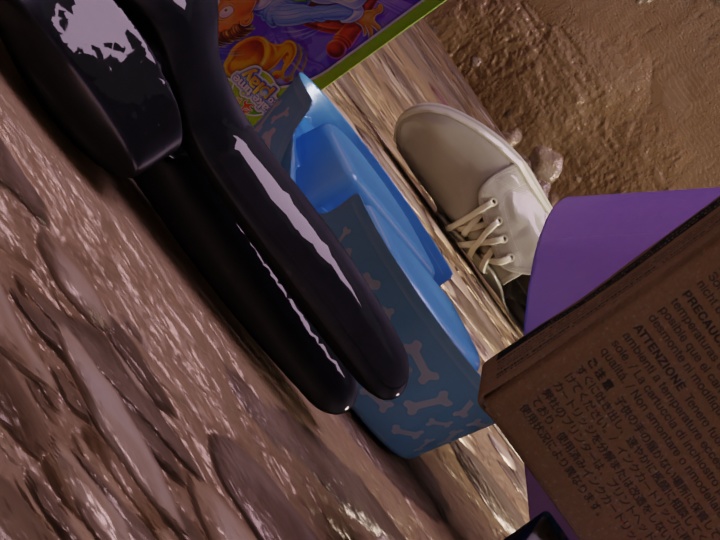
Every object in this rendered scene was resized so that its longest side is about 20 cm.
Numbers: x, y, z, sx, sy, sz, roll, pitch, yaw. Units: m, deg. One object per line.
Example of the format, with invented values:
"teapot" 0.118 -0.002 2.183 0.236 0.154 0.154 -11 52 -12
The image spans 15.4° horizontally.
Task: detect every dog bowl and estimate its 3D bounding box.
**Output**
"dog bowl" 0.000 0.000 1.071 0.111 0.050 0.200 50 9 -34

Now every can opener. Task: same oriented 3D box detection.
"can opener" -0.053 -0.031 0.884 0.063 0.079 0.200 -4 -52 51

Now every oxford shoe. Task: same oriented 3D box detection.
"oxford shoe" 0.092 -0.029 1.806 0.200 0.075 0.058 52 43 -5

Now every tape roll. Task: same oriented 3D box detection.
"tape roll" 0.131 0.066 1.101 0.200 0.085 0.200 -3 90 -71

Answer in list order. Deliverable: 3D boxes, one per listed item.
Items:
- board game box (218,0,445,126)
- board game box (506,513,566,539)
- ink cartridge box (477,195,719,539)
"board game box" -0.055 -0.175 1.191 0.200 0.134 0.045 54 6 -4
"board game box" 0.068 0.146 0.767 0.135 0.045 0.200 55 7 4
"ink cartridge box" 0.158 0.067 0.826 0.200 0.165 0.075 55 7 -3
